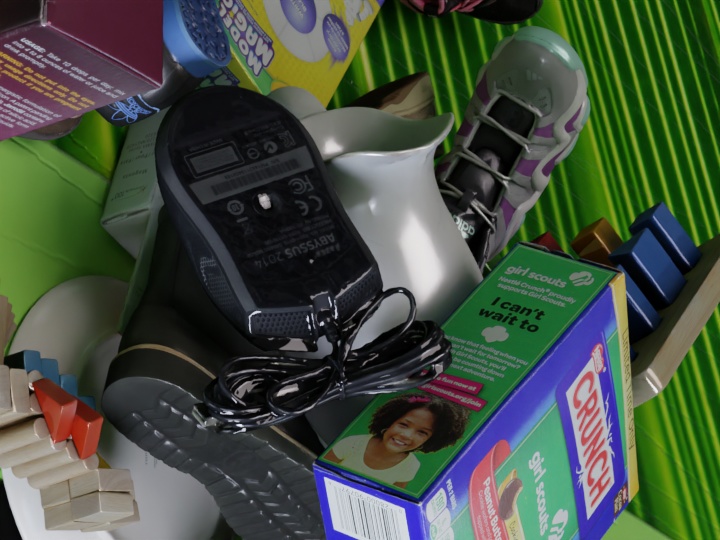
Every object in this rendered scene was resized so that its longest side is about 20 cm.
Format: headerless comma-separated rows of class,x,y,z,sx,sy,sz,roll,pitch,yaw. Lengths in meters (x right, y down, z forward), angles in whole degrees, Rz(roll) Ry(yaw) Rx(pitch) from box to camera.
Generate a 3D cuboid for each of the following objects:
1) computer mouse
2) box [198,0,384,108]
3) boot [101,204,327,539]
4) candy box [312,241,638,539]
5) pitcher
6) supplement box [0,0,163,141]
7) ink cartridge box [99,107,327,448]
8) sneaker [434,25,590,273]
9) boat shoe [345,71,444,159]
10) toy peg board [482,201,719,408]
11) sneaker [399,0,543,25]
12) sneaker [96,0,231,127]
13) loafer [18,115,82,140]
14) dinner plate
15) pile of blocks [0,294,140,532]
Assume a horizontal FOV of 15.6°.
computer mouse,-0.050,-0.005,1.374,0.138,0.053,0.201,-15,64,-20
box,-0.058,-0.151,1.601,0.118,0.048,0.200,56,39,-27
boot,-0.048,0.062,1.427,0.200,0.077,0.139,46,37,-34
candy box,0.069,0.112,1.413,0.200,0.077,0.170,-47,142,-36
pitcher,0.000,0.000,1.494,0.121,0.171,0.201,-19,115,-24
supplement box,-0.194,-0.123,1.241,0.086,0.199,0.111,28,55,-49
ink cartridge box,-0.076,0.024,1.508,0.200,0.043,0.174,47,43,-37
sneaker,0.074,-0.049,1.654,0.077,0.201,0.140,28,45,10
boat shoe,0.004,-0.069,1.640,0.200,0.071,0.065,-37,108,-57
toy peg board,0.124,0.033,1.684,0.098,0.199,0.200,51,37,-8
sneaker,0.053,-0.198,1.747,0.199,0.079,0.096,24,42,-42
sneaker,-0.126,-0.164,1.492,0.070,0.078,0.201,44,23,-35
loafer,-0.197,-0.144,1.364,0.200,0.071,0.073,48,42,-36
dinner plate,-0.122,0.099,1.429,0.200,0.024,0.201,28,56,-50
pile of blocks,-0.168,0.055,1.315,0.200,0.062,0.082,46,47,-27
